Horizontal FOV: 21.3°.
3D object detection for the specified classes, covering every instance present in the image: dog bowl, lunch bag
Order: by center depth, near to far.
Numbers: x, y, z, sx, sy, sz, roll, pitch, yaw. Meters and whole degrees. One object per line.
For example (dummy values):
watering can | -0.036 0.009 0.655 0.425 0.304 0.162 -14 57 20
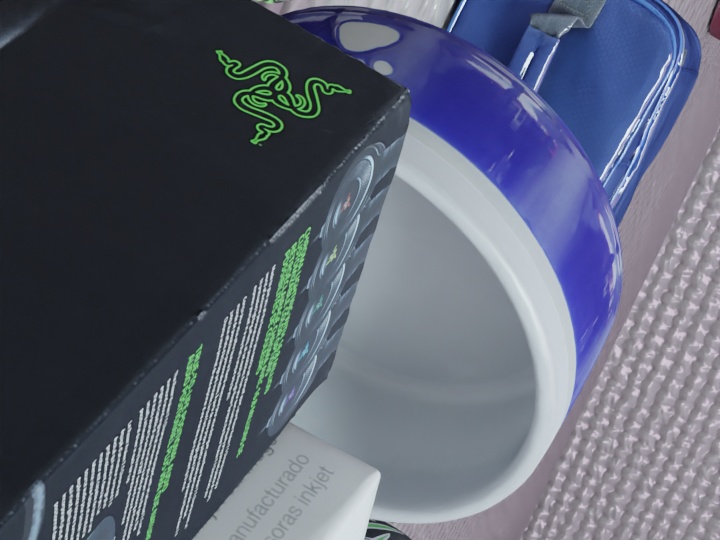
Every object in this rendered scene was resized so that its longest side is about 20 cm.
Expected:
dog bowl | 0.000 0.000 0.759 0.079 0.199 0.201 -52 165 -42
lunch bag | 0.112 -0.100 1.135 0.201 0.135 0.132 -64 168 14

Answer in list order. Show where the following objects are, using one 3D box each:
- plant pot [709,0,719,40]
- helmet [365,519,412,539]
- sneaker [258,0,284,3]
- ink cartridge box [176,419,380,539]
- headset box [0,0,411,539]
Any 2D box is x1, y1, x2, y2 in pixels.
plant pot | 0.528 -0.322 2.225 0.201 0.178 0.200 -57 168 -19
helmet | -0.039 0.240 1.169 0.200 0.199 0.192 -36 144 -62
sneaker | 0.005 -0.178 0.651 0.077 0.083 0.201 -33 150 -63
ink cartridge box | -0.118 0.067 0.436 0.147 0.199 0.083 -49 160 -44
headset box | -0.108 0.000 0.377 0.200 0.173 0.093 -47 162 -44
